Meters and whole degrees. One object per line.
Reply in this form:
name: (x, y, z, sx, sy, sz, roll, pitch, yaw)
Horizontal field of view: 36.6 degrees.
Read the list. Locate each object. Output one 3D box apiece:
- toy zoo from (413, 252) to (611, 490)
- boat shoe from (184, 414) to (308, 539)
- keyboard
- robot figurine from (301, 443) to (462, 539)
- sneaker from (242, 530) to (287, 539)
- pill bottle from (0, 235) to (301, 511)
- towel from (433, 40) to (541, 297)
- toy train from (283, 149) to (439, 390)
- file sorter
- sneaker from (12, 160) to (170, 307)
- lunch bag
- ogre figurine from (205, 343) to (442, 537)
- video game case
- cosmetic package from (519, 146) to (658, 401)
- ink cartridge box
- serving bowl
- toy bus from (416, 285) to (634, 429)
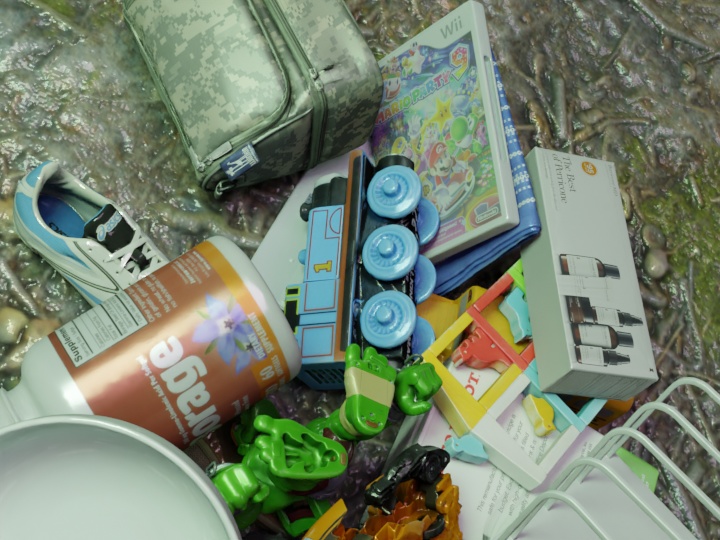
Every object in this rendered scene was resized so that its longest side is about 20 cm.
toy zoo: (0.127, 0.079, 0.856, 0.131, 0.020, 0.200, 47, 54, 5)
boat shoe: (-0.112, 0.125, 0.816, 0.201, 0.063, 0.073, 43, 46, -7)
keyboard: (-0.037, -0.052, 0.954, 0.056, 0.011, 0.201, 29, 58, -2)
robot figurine: (0.008, 0.198, 0.707, 0.200, 0.058, 0.147, -33, 122, -53)
sneaker: (-0.019, 0.269, 0.773, 0.200, 0.066, 0.091, 39, 55, -4)
pill bottle: (-0.147, 0.073, 0.716, 0.199, 0.112, 0.113, -33, 81, -15)
towel: (0.081, -0.090, 0.944, 0.024, 0.145, 0.202, 5, 62, -37)
toy train: (0.000, 0.000, 0.875, 0.113, 0.087, 0.202, -4, 67, 18)
file sorter: (0.192, 0.182, 0.734, 0.139, 0.125, 0.199, 46, 43, 19)
sneaker: (-0.182, -0.004, 0.832, 0.199, 0.072, 0.072, 38, 56, -4)
lunch bag: (-0.094, -0.174, 0.919, 0.166, 0.140, 0.201, -24, 76, -14)
ogre figurine: (-0.041, 0.126, 0.741, 0.098, 0.120, 0.200, 42, 45, -3)
video game case: (0.064, -0.111, 0.938, 0.018, 0.143, 0.202, 9, 66, -40)
cosmetic package: (0.178, 0.000, 0.881, 0.082, 0.051, 0.202, 9, 59, -23)
ink cartridge box: (0.120, 0.180, 0.865, 0.199, 0.084, 0.146, 32, 57, -7)
serving bowl: (-0.158, 0.177, 0.631, 0.198, 0.066, 0.203, 0, 94, 3)
toy bus: (0.129, 0.071, 0.924, 0.198, 0.078, 0.066, 22, 59, -13)
